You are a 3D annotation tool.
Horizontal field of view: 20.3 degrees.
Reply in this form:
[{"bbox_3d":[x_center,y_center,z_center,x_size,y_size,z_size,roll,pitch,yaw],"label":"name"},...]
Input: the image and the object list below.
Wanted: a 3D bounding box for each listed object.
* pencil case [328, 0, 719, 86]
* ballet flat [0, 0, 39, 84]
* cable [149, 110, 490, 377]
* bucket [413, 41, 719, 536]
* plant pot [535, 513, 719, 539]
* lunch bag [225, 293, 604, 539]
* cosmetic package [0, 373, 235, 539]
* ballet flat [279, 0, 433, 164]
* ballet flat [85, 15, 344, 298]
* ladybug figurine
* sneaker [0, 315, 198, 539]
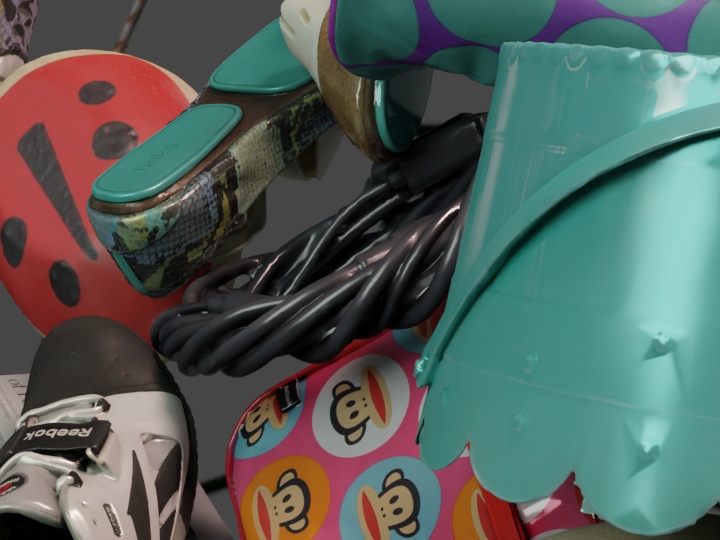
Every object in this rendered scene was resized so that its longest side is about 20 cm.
[{"bbox_3d":[0.093,-0.097,0.773,0.198,0.093,0.085,14,52,13],"label":"pencil case"},{"bbox_3d":[-0.225,-0.073,1.073,0.200,0.072,0.072,-46,49,8],"label":"ballet flat"},{"bbox_3d":[0.000,0.000,0.817,0.199,0.051,0.163,-27,14,17],"label":"cable"},{"bbox_3d":[0.123,0.004,0.637,0.206,0.206,0.136,9,96,38],"label":"bucket"},{"bbox_3d":[0.093,0.182,0.601,0.186,0.187,0.202,-23,65,25],"label":"plant pot"},{"bbox_3d":[0.048,0.108,0.768,0.175,0.082,0.201,-29,53,15],"label":"lunch bag"},{"bbox_3d":[-0.100,0.122,0.855,0.200,0.082,0.051,51,129,40],"label":"cosmetic package"},{"bbox_3d":[0.006,-0.125,0.891,0.072,0.068,0.201,4,53,19],"label":"ballet flat"},{"bbox_3d":[-0.049,-0.057,0.914,0.074,0.075,0.200,13,42,39],"label":"ballet flat"},{"bbox_3d":[-0.129,-0.036,0.969,0.136,0.072,0.200,-45,49,8],"label":"ladybug figurine"},{"bbox_3d":[-0.110,0.087,0.770,0.074,0.089,0.201,-22,50,14],"label":"sneaker"}]
